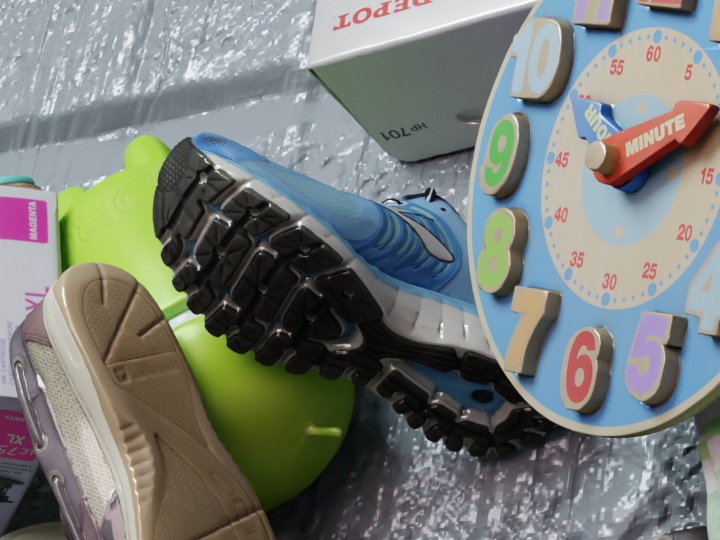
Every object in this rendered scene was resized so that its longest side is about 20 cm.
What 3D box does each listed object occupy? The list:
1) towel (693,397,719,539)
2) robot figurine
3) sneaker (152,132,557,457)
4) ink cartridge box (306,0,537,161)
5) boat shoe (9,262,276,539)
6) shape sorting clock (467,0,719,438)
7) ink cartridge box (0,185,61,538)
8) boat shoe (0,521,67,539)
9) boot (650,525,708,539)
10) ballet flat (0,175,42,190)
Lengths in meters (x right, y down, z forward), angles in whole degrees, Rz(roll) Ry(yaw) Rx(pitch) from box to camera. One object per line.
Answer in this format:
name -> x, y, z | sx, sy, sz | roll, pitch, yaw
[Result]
towel -> 0.156, -0.015, 0.973 | 0.153, 0.023, 0.200 | -43, 44, 39
robot figurine -> -0.075, 0.029, 1.223 | 0.175, 0.116, 0.200 | -35, 45, 5
sneaker -> 0.000, 0.000, 1.151 | 0.078, 0.200, 0.090 | -42, 25, 38
ink cartridge box -> 0.066, -0.168, 1.286 | 0.146, 0.086, 0.200 | -13, 51, 29
boat shoe -> -0.090, 0.096, 1.113 | 0.065, 0.072, 0.200 | -36, 72, 41
shape sorting clock -> 0.101, -0.038, 1.008 | 0.200, 0.039, 0.200 | -27, 55, 48
ink cartridge box -> -0.180, 0.068, 1.251 | 0.200, 0.042, 0.119 | 118, 153, -47
boat shoe -> -0.066, 0.152, 1.168 | 0.201, 0.072, 0.061 | 6, 105, 27
boot -> 0.154, 0.165, 0.987 | 0.200, 0.073, 0.151 | -22, 48, 30
ballet flat -> -0.239, 0.016, 1.403 | 0.200, 0.068, 0.072 | -20, 69, 25
